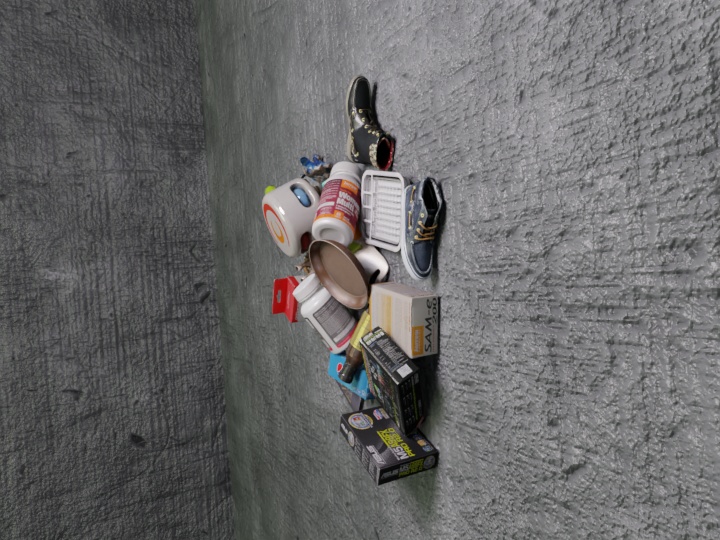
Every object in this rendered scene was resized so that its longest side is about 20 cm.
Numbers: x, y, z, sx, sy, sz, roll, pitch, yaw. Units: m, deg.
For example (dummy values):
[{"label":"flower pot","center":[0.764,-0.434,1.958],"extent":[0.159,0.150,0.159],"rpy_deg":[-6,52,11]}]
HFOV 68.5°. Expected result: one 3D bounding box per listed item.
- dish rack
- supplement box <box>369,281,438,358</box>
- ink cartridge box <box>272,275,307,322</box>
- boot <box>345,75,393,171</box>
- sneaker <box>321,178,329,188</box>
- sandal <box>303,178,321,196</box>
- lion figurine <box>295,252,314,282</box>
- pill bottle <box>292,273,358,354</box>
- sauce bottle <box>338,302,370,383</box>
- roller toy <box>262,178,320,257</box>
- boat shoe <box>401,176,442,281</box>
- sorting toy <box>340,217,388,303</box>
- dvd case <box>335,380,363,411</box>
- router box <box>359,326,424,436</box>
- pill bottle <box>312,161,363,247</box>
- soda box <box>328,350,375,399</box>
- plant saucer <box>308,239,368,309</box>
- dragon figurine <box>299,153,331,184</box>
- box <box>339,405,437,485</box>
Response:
[{"label":"dish rack","center":[0.063,-0.144,1.251],"extent":[0.198,0.042,0.180],"rpy_deg":[23,113,61]},{"label":"supplement box","center":[0.093,0.105,1.192],"extent":[0.198,0.071,0.132],"rpy_deg":[-162,70,-63]},{"label":"ink cartridge box","center":[-0.156,0.081,1.551],"extent":[0.067,0.193,0.121],"rpy_deg":[40,129,53]},{"label":"boot","center":[0.026,-0.350,1.267],"extent":[0.153,0.071,0.212],"rpy_deg":[36,129,53]},{"label":"sneaker","center":[-0.071,-0.156,1.443],"extent":[0.075,0.090,0.209],"rpy_deg":[-12,83,30]},{"label":"sandal","center":[-0.146,-0.211,1.535],"extent":[0.200,0.053,0.084],"rpy_deg":[44,159,51]},{"label":"lion figurine","center":[-0.113,-0.033,1.497],"extent":[0.197,0.121,0.074],"rpy_deg":[-26,96,49]},{"label":"pill bottle","center":[-0.094,0.114,1.432],"extent":[0.202,0.111,0.110],"rpy_deg":[52,155,-13]},{"label":"sauce bottle","center":[0.003,0.185,1.326],"extent":[0.065,0.063,0.205],"rpy_deg":[40,107,53]},{"label":"roller toy","center":[-0.169,-0.143,1.435],"extent":[0.181,0.137,0.206],"rpy_deg":[17,133,60]},{"label":"boat shoe","center":[0.128,-0.086,1.095],"extent":[0.090,0.068,0.210],"rpy_deg":[158,108,-66]},{"label":"sorting toy","center":[0.000,0.000,1.370],"extent":[0.178,0.105,0.207],"rpy_deg":[34,126,34]},{"label":"dvd case","center":[-0.036,0.299,1.541],"extent":[0.201,0.015,0.154],"rpy_deg":[50,137,50]},{"label":"router box","center":[0.071,0.247,1.178],"extent":[0.150,0.061,0.205],"rpy_deg":[43,153,42]},{"label":"pill bottle","center":[-0.051,-0.167,1.334],"extent":[0.110,0.106,0.206],"rpy_deg":[133,154,-55]},{"label":"soda box","center":[-0.011,0.275,1.412],"extent":[0.197,0.062,0.071],"rpy_deg":[17,100,55]},{"label":"plant saucer","center":[-0.048,0.003,1.300],"extent":[0.197,0.034,0.204],"rpy_deg":[34,147,25]},{"label":"dragon figurine","center":[-0.147,-0.295,1.544],"extent":[0.096,0.199,0.061],"rpy_deg":[15,117,21]},{"label":"box","center":[0.060,0.388,1.208],"extent":[0.199,0.154,0.046],"rpy_deg":[38,126,56]}]
